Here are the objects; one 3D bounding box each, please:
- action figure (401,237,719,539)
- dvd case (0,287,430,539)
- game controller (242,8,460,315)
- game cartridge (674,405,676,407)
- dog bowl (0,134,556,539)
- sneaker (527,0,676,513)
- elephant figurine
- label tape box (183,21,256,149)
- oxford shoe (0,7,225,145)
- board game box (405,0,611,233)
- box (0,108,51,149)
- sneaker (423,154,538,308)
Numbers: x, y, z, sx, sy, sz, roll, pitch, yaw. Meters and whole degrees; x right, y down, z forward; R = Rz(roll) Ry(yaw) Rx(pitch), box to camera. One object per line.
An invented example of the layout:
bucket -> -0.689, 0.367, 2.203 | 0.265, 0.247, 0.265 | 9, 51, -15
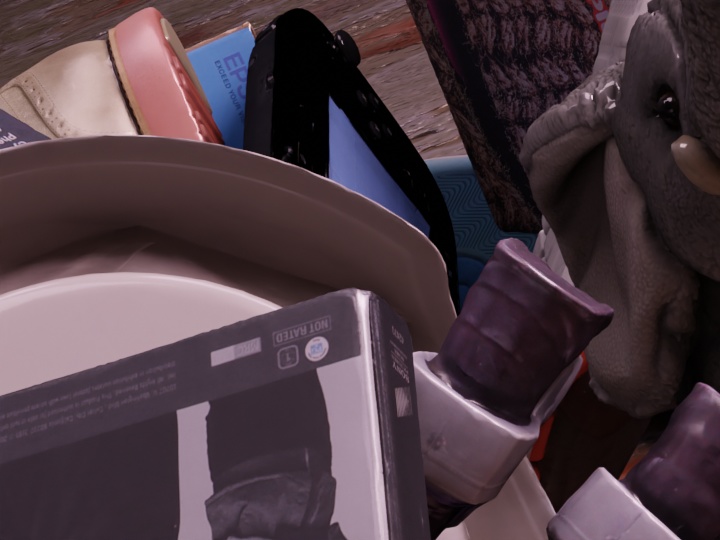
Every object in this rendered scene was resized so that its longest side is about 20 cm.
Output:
action figure -> -0.006, 0.094, 0.537 | 0.200, 0.130, 0.069 | -49, -8, -4
dvd case -> -0.053, 0.113, 0.487 | 0.150, 0.200, 0.025 | -17, -30, 21
game controller -> 0.000, 0.000, 0.908 | 0.042, 0.104, 0.200 | -35, 28, 22
game cartridge -> 0.169, -0.010, 0.905 | 0.200, 0.038, 0.130 | -29, 10, -30
dog bowl -> -0.049, 0.073, 0.612 | 0.200, 0.200, 0.059 | -24, -20, -12
sneaker -> 0.090, 0.000, 0.780 | 0.082, 0.200, 0.077 | 13, 36, -3
elephant figurine -> 0.103, -0.015, 0.671 | 0.141, 0.200, 0.155 | -32, 15, -37
label tape box -> -0.103, 0.023, 0.990 | 0.200, 0.144, 0.063 | -24, -1, -13
oxford shoe -> -0.065, 0.016, 0.919 | 0.074, 0.200, 0.071 | -21, -29, 5
board game box -> 0.100, -0.099, 0.917 | 0.097, 0.160, 0.200 | -28, 13, -22
box -> -0.134, 0.036, 0.775 | 0.200, 0.149, 0.107 | 30, 36, 18
sneaker -> -0.024, 0.005, 1.101 | 0.200, 0.080, 0.131 | -23, 13, -8
